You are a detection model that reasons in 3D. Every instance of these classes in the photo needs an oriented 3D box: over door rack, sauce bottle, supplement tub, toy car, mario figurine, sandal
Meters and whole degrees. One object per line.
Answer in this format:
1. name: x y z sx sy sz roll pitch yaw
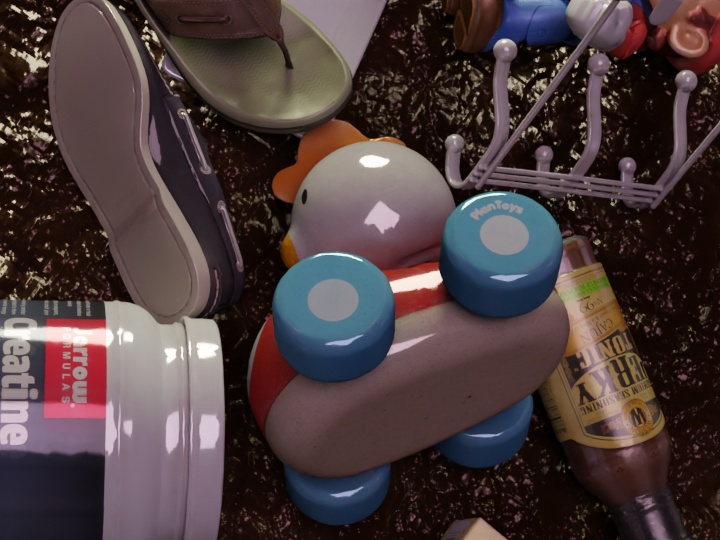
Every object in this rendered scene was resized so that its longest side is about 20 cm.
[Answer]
1. over door rack: 0.155 -0.106 0.867 0.147 0.200 0.067 3 62 -31
2. sauce bottle: 0.142 0.080 0.911 0.064 0.065 0.201 -22 85 -15
3. supplement tub: -0.175 0.085 0.805 0.199 0.140 0.141 1 79 -11
4. toy car: 0.000 0.000 0.867 0.176 0.185 0.201 -20 56 -14
5. mario figurine: 0.154 -0.181 0.942 0.199 0.106 0.124 -1 77 -13
6. sandal: -0.087 -0.157 0.891 0.201 0.057 0.080 46 74 0

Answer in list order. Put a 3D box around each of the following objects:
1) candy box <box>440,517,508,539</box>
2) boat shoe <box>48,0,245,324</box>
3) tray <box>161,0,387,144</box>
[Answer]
1. candy box: 0.046 0.250 0.861 0.115 0.055 0.200 39 75 -2
2. boat shoe: -0.121 -0.063 0.899 0.063 0.072 0.201 -4 69 -56
3. tray: -0.034 -0.182 0.948 0.107 0.022 0.201 25 75 -7
